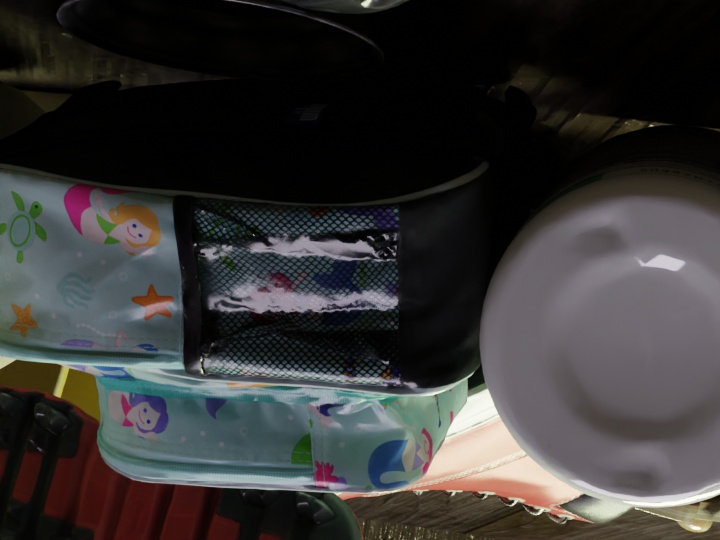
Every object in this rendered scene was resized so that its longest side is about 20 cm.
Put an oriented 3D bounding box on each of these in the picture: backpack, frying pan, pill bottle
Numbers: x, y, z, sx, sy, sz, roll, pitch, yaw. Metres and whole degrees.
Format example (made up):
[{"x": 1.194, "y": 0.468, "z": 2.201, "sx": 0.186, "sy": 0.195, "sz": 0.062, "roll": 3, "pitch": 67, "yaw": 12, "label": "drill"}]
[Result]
[{"x": -0.043, "y": -0.002, "z": 0.882, "sx": 0.200, "sy": 0.151, "sz": 0.178, "roll": 7, "pitch": -166, "yaw": 9, "label": "backpack"}, {"x": -0.044, "y": -0.092, "z": 0.786, "sx": 0.115, "sy": 0.031, "sz": 0.190, "roll": 8, "pitch": 171, "yaw": -4, "label": "frying pan"}, {"x": 0.111, "y": 0.007, "z": 0.858, "sx": 0.113, "sy": 0.113, "sz": 0.200, "roll": 6, "pitch": -168, "yaw": 10, "label": "pill bottle"}]

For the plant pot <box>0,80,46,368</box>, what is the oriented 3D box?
[{"x": -0.212, "y": -0.021, "z": 0.943, "sx": 0.200, "sy": 0.201, "sz": 0.183, "roll": 3, "pitch": 179, "yaw": 26, "label": "plant pot"}]

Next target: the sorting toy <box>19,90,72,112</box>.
[{"x": -0.138, "y": -0.025, "z": 1.123, "sx": 0.198, "sy": 0.070, "sz": 0.200, "roll": 5, "pitch": 169, "yaw": 15, "label": "sorting toy"}]

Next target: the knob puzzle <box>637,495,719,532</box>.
[{"x": 0.103, "y": 0.095, "z": 1.212, "sx": 0.219, "sy": 0.030, "sz": 0.220, "roll": 18, "pitch": -170, "yaw": -3, "label": "knob puzzle"}]

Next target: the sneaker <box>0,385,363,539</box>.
[{"x": -0.089, "y": 0.100, "z": 0.949, "sx": 0.200, "sy": 0.071, "sz": 0.098, "roll": 15, "pitch": 170, "yaw": 13, "label": "sneaker"}]

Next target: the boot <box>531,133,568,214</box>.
[{"x": 0.000, "y": 0.000, "z": 1.034, "sx": 0.200, "sy": 0.068, "sz": 0.131, "roll": -27, "pitch": 163, "yaw": 3, "label": "boot"}]

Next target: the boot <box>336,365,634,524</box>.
[{"x": 0.034, "y": 0.085, "z": 1.027, "sx": 0.200, "sy": 0.072, "sz": 0.144, "roll": -21, "pitch": 139, "yaw": 27, "label": "boot"}]

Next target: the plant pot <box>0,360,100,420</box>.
[{"x": -0.246, "y": 0.088, "z": 1.516, "sx": 0.200, "sy": 0.195, "sz": 0.195, "roll": 14, "pitch": 172, "yaw": 20, "label": "plant pot"}]
